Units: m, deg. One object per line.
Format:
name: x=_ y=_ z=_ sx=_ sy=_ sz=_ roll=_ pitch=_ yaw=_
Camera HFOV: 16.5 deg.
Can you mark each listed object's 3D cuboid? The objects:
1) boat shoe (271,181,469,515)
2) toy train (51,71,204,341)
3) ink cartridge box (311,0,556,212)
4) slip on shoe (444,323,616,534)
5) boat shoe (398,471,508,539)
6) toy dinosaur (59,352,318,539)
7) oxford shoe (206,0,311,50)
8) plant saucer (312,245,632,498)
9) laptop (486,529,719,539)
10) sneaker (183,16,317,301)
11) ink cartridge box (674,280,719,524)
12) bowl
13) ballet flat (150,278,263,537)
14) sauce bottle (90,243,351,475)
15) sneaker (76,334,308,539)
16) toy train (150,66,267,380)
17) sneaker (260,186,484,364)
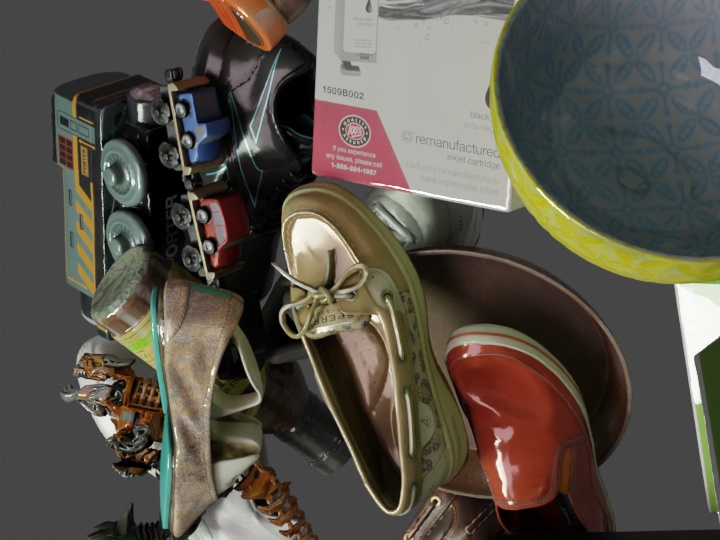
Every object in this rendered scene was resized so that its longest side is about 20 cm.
boat shoe: x=0.002 y=0.045 z=1.457 sx=0.073 sy=0.063 sz=0.200 roll=-19 pitch=101 yaw=38
toy train: x=-0.154 y=-0.039 z=1.671 sx=0.114 sy=0.085 sz=0.201 roll=28 pitch=129 yaw=41
ink cartridge box: x=0.053 y=-0.147 z=1.425 sx=0.146 sy=0.083 sz=0.201 roll=12 pitch=108 yaw=34
slip on shoe: x=0.103 y=0.114 z=1.499 sx=0.074 sy=0.061 sz=0.200 roll=-7 pitch=125 yaw=25
boat shoe: x=0.030 y=0.206 z=1.645 sx=0.070 sy=0.070 sz=0.200 roll=43 pitch=123 yaw=4
toy dinosaur: x=-0.116 y=0.137 z=1.654 sx=0.200 sy=0.102 sz=0.136 roll=32 pitch=86 yaw=21
oxford shoe: x=-0.095 y=-0.212 z=1.557 sx=0.200 sy=0.073 sz=0.071 roll=40 pitch=172 yaw=32
plant saucer: x=0.070 y=0.057 z=1.523 sx=0.200 sy=0.035 sz=0.201 roll=10 pitch=131 yaw=11
laptop: x=0.157 y=0.206 z=1.443 sx=0.177 sy=0.103 sz=0.200 roll=-4 pitch=130 yaw=26
sneaker: x=-0.065 y=-0.062 z=1.588 sx=0.079 sy=0.075 sz=0.201 roll=17 pitch=121 yaw=29
ink cartridge box: x=0.210 y=0.070 z=1.346 sx=0.076 sy=0.200 sz=0.148 roll=3 pitch=112 yaw=37
bowl: x=0.160 y=-0.069 z=1.348 sx=0.200 sy=0.200 sz=0.108 roll=45 pitch=156 yaw=13
ballet flat: x=-0.094 y=0.091 z=1.544 sx=0.067 sy=0.068 sz=0.200 roll=-1 pitch=132 yaw=-3
sauce bottle: x=-0.083 y=0.063 z=1.623 sx=0.200 sy=0.065 sz=0.065 roll=38 pitch=137 yaw=-21
sneaker: x=-0.111 y=0.114 z=1.723 sx=0.088 sy=0.075 sz=0.200 roll=-37 pitch=93 yaw=31
toy train: x=-0.092 y=-0.029 z=1.551 sx=0.046 sy=0.034 sz=0.201 roll=-4 pitch=101 yaw=43
sneaker: x=0.000 y=0.000 z=1.553 sx=0.076 sy=0.092 sz=0.200 roll=49 pitch=131 yaw=10
